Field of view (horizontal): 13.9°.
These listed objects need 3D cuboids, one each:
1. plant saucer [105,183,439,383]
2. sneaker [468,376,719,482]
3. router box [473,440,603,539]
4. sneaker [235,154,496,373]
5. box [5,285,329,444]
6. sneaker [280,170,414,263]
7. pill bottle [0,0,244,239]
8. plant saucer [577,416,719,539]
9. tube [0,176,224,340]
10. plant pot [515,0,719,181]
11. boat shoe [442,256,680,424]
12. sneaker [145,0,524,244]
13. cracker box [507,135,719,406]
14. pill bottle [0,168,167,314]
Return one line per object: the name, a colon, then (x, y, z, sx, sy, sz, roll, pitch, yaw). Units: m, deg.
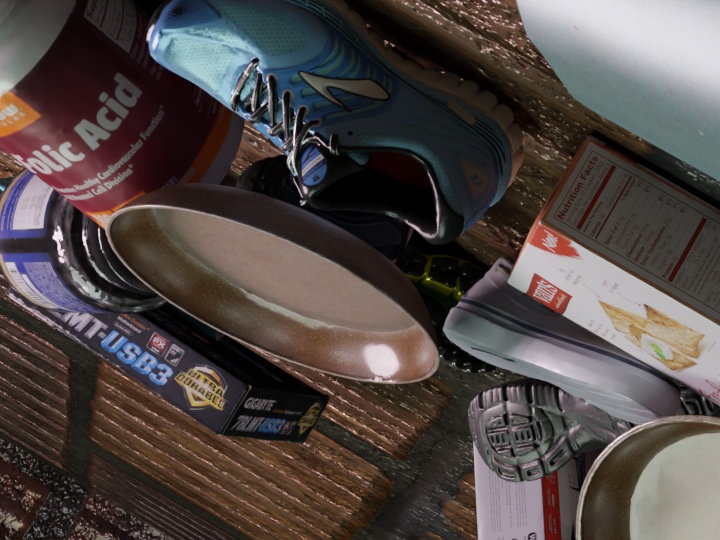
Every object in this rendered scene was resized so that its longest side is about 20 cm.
plant saucer: (-0.044, 0.003, 1.634, 0.200, 0.032, 0.200, 20, 161, 7)
sneaker: (0.159, 0.071, 1.719, 0.200, 0.091, 0.076, -6, 105, 40)
router box: (0.137, 0.201, 1.910, 0.049, 0.200, 0.179, -14, 155, 26)
sneaker: (0.000, 0.000, 1.786, 0.200, 0.078, 0.085, 37, 166, -24)
box: (-0.139, 0.058, 2.176, 0.200, 0.050, 0.198, 32, -175, 17)
sneaker: (-0.001, -0.052, 1.607, 0.078, 0.080, 0.200, 27, 165, 18)
pill bottle: (-0.169, -0.114, 1.663, 0.200, 0.114, 0.114, 39, 164, -33)
plant saucer: (0.206, 0.161, 1.554, 0.200, 0.032, 0.201, 20, 125, 31)
tube: (-0.175, -0.020, 2.161, 0.200, 0.050, 0.077, 31, -173, 8)
plant pot: (0.159, -0.093, 0.899, 0.200, 0.200, 0.196, 41, 171, -36)
boat shoe: (0.116, 0.030, 1.648, 0.074, 0.067, 0.200, 33, 173, -35)
sneaker: (-0.018, -0.079, 1.472, 0.200, 0.090, 0.078, 26, 139, 3)
cracker box: (0.179, 0.019, 1.507, 0.200, 0.058, 0.134, 31, 167, 4)
pill bottle: (-0.169, -0.026, 1.986, 0.112, 0.112, 0.200, 36, 166, -20)
